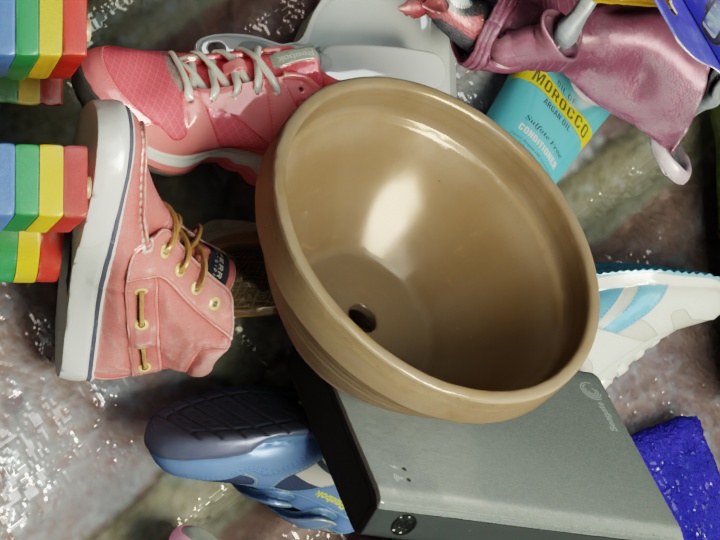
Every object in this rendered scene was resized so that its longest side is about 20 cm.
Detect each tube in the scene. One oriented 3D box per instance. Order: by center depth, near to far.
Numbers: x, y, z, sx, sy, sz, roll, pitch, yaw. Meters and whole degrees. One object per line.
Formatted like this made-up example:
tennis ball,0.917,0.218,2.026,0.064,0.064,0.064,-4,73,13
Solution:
tube,0.095,-0.070,1.532,0.078,0.050,0.200,51,50,-21

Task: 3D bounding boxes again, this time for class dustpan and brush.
dustpan and brush,-0.016,-0.118,1.471,0.199,0.057,0.141,2,84,-29

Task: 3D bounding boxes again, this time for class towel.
towel,0.152,0.187,1.537,0.199,0.049,0.149,-22,96,-29

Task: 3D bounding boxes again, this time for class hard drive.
hard drive,0.068,0.099,1.395,0.199,0.033,0.140,11,35,-30

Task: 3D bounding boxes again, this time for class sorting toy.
sorting toy,-0.180,-0.084,1.290,0.069,0.199,0.202,0,84,-13

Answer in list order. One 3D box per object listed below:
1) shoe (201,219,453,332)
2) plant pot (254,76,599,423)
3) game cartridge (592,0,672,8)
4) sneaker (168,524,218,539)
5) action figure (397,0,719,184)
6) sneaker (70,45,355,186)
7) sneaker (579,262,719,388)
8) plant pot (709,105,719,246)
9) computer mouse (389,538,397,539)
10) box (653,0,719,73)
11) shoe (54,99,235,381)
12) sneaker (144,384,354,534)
shoe,0.000,0.000,1.442,0.198,0.053,0.070,7,111,-11
plant pot,0.020,0.004,1.345,0.200,0.093,0.202,20,49,-24
game cartridge,0.176,-0.242,1.482,0.175,0.032,0.201,0,60,-34
sneaker,-0.070,0.240,1.406,0.095,0.079,0.201,-37,103,-4
action figure,0.113,-0.145,1.515,0.198,0.134,0.150,0,122,-20
sneaker,-0.066,-0.097,1.372,0.199,0.087,0.074,15,39,-39
sneaker,0.133,0.040,1.535,0.198,0.076,0.082,-10,96,-23
plant pot,0.303,-0.031,1.580,0.199,0.200,0.194,-9,76,-29
computer mouse,0.037,0.231,1.440,0.058,0.034,0.202,-5,99,-55
box,0.238,-0.177,1.433,0.199,0.041,0.120,-16,71,-42
shoe,-0.108,-0.014,1.333,0.090,0.201,0.072,1,50,-12
sneaker,-0.032,0.111,1.419,0.199,0.074,0.083,3,108,-35
